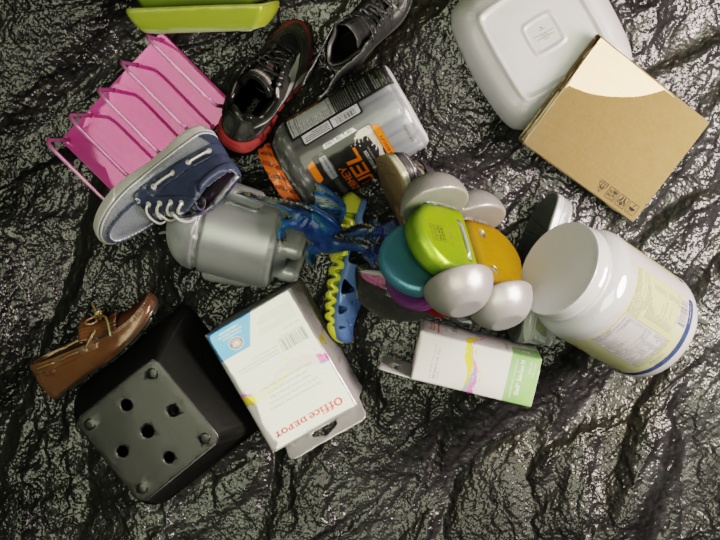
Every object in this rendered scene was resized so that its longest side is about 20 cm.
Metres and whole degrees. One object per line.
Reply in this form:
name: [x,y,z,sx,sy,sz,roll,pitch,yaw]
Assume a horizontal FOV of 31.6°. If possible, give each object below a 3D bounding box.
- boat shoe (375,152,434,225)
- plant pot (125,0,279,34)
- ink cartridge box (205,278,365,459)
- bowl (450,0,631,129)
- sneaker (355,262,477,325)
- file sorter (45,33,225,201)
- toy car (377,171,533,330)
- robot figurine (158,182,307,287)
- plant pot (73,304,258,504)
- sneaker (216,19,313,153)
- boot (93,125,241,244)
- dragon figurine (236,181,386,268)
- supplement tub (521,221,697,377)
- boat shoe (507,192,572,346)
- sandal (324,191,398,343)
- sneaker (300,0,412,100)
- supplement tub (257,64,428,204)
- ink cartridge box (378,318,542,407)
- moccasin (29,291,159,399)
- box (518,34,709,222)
boat shoe: [0.064,-0.111,1.605,0.065,0.200,0.072,-30,74,-4]
plant pot: [-0.198,-0.391,1.593,0.198,0.200,0.182,-2,103,4]
ink cartridge box: [-0.090,0.132,1.671,0.128,0.125,0.201,-29,94,6]
bowl: [0.231,-0.300,1.632,0.199,0.075,0.200,-30,93,8]
sneaker: [0.084,0.015,1.662,0.199,0.087,0.080,11,137,-17]
file sorter: [-0.287,-0.191,1.650,0.139,0.125,0.200,44,97,-2]
toy car: [0.101,-0.008,1.528,0.150,0.200,0.176,-30,61,30]
robot figurine: [-0.168,-0.045,1.664,0.199,0.113,0.170,15,128,1]
plant pot: [-0.260,0.190,1.664,0.200,0.177,0.200,-38,92,8]
sneaker: [-0.116,-0.247,1.625,0.071,0.098,0.201,29,71,3]
boot: [-0.243,-0.087,1.585,0.200,0.073,0.090,-43,55,7]
dragon figurine: [-0.054,-0.067,1.585,0.099,0.059,0.200,-34,116,32]
supplement tub: [0.308,0.036,1.587,0.200,0.145,0.145,29,99,-35]
boat shoe: [0.245,0.000,1.666,0.064,0.074,0.203,9,97,-17]
sandal: [0.000,0.000,1.678,0.087,0.079,0.201,10,98,-1]
sneaker: [0.000,-0.305,1.629,0.060,0.104,0.200,40,97,-1]
supplement tub: [-0.024,-0.165,1.637,0.200,0.123,0.123,-31,93,7]
ink cartridge box: [0.129,0.114,1.659,0.199,0.117,0.068,13,96,2]
moccasin: [-0.358,0.090,1.716,0.201,0.074,0.078,-34,101,16]
box: [0.325,-0.178,1.624,0.200,0.021,0.164,32,101,-22]
